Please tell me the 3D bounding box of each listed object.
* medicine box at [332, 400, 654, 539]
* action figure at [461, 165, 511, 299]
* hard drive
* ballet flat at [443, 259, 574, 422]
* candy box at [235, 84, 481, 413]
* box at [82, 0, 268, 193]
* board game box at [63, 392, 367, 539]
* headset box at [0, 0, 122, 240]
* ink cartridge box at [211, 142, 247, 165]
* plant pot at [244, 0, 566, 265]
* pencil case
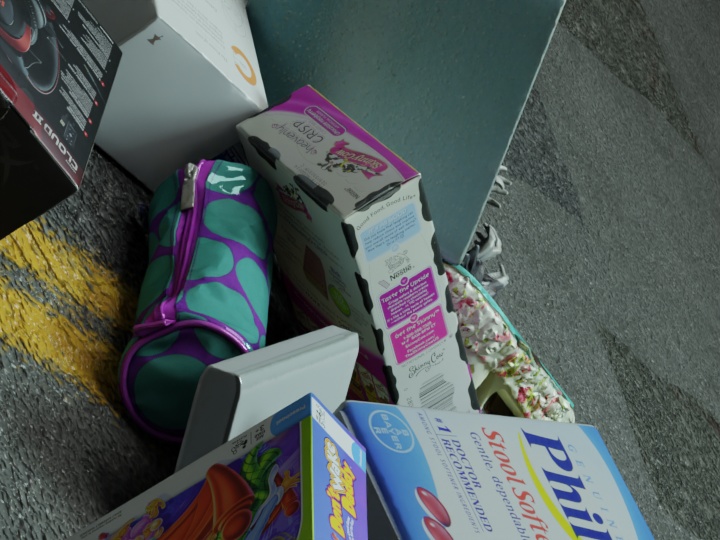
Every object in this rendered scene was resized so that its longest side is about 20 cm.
[{"bbox_3d":[0.070,0.177,1.482,0.199,0.103,0.183,7,44,-40],"label":"medicine box"},{"bbox_3d":[0.067,-0.036,2.052,0.201,0.101,0.119,61,-25,23],"label":"action figure"},{"bbox_3d":[-0.058,0.106,1.523,0.026,0.133,0.200,18,10,15],"label":"hard drive"},{"bbox_3d":[0.088,0.070,1.856,0.075,0.064,0.200,25,-18,45],"label":"ballet flat"},{"bbox_3d":[0.000,0.000,1.705,0.136,0.061,0.201,41,-24,46],"label":"candy box"},{"bbox_3d":[-0.144,-0.173,1.736,0.124,0.097,0.201,41,25,-44],"label":"box"},{"bbox_3d":[-0.088,0.157,1.226,0.045,0.199,0.135,48,21,-29],"label":"board game box"},{"bbox_3d":[-0.215,-0.117,1.501,0.149,0.075,0.200,52,20,-22],"label":"headset box"},{"bbox_3d":[-0.064,-0.076,1.892,0.100,0.039,0.200,57,17,-9],"label":"ink cartridge box"},{"bbox_3d":[0.018,-0.147,1.822,0.199,0.197,0.196,22,14,0],"label":"plant pot"},{"bbox_3d":[-0.095,0.014,1.602,0.200,0.085,0.093,-88,159,-58],"label":"pencil case"}]
